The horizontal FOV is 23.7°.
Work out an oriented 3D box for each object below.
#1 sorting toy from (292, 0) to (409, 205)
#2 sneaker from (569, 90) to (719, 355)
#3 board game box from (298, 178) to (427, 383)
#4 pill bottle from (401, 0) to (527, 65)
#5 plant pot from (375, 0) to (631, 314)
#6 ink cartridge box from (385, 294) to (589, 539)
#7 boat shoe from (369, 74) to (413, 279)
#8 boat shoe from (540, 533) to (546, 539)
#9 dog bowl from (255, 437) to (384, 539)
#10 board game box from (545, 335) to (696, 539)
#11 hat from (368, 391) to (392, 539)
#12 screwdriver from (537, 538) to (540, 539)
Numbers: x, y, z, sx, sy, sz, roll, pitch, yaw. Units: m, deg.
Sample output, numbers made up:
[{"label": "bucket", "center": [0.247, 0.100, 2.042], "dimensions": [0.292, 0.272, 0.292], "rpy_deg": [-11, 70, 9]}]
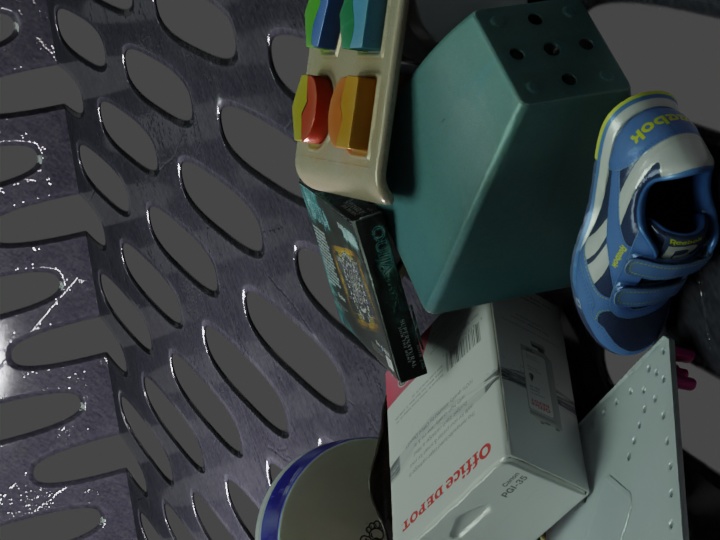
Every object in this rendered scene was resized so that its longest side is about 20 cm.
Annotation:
[{"label": "sorting toy", "center": [-0.013, -0.157, 1.312], "dimensions": [0.185, 0.036, 0.202], "rpy_deg": [-162, 74, -68]}, {"label": "sneaker", "center": [0.193, -0.016, 1.150], "dimensions": [0.082, 0.073, 0.201], "rpy_deg": [-129, 30, -47]}, {"label": "board game box", "center": [0.000, 0.000, 1.392], "dimensions": [0.200, 0.028, 0.136], "rpy_deg": [-138, 30, -71]}, {"label": "pill bottle", "center": [0.048, -0.220, 1.363], "dimensions": [0.200, 0.113, 0.115], "rpy_deg": [-158, 57, -67]}, {"label": "plant pot", "center": [0.110, -0.093, 1.248], "dimensions": [0.201, 0.140, 0.142], "rpy_deg": [112, 141, -51]}, {"label": "ink cartridge box", "center": [0.092, 0.125, 1.335], "dimensions": [0.147, 0.082, 0.201], "rpy_deg": [-48, 29, 33]}, {"label": "boat shoe", "center": [0.029, -0.077, 1.417], "dimensions": [0.075, 0.068, 0.201], "rpy_deg": [-95, 19, -55]}, {"label": "boat shoe", "center": [0.200, 0.244, 1.318], "dimensions": [0.200, 0.073, 0.063], "rpy_deg": [-135, 28, -70]}, {"label": "dog bowl", "center": [0.001, 0.266, 1.693], "dimensions": [0.079, 0.199, 0.202], "rpy_deg": [153, 102, -68]}, {"label": "board game box", "center": [0.185, 0.180, 1.210], "dimensions": [0.200, 0.026, 0.201], "rpy_deg": [122, 156, -51]}, {"label": "hat", "center": [0.081, 0.185, 1.576], "dimensions": [0.200, 0.080, 0.202], "rpy_deg": [0, -90, -66]}, {"label": "screwdriver", "center": [0.097, 0.250, 1.446], "dimensions": [0.028, 0.199, 0.029], "rpy_deg": [57, -167, -18]}]
